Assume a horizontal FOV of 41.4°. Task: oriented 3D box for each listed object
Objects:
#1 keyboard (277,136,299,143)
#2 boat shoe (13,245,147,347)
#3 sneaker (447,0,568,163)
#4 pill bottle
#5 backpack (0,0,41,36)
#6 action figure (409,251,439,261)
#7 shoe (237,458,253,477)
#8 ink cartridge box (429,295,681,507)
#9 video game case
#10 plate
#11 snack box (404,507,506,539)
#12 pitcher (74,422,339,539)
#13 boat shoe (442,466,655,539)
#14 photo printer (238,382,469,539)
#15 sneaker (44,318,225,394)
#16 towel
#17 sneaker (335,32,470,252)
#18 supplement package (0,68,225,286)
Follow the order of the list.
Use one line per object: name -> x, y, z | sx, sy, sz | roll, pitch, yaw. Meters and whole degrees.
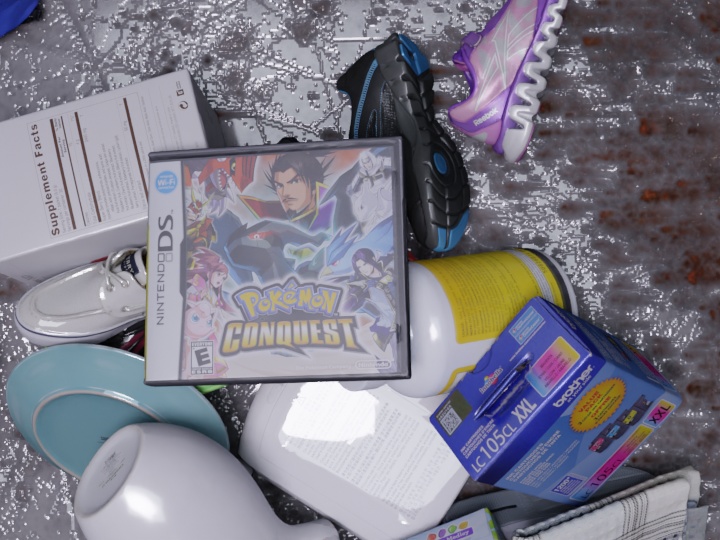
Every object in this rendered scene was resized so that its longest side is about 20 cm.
keyboard -> -0.098, -0.021, 0.879 | 0.200, 0.040, 0.104 | -46, 66, 2
boat shoe -> -0.189, 0.008, 0.791 | 0.200, 0.070, 0.071 | -12, 60, -12
sneaker -> 0.130, -0.201, 0.849 | 0.088, 0.080, 0.200 | 16, 92, 8
pill bottle -> 0.074, 0.044, 0.792 | 0.200, 0.112, 0.112 | -7, 90, -30
backpack -> -0.418, -0.248, 0.811 | 0.200, 0.168, 0.163 | -34, 83, 5
action figure -> 0.000, 0.000, 0.824 | 0.099, 0.065, 0.200 | 34, 62, 26
shoe -> -0.142, 0.269, 0.860 | 0.091, 0.071, 0.200 | 40, 94, -4
ink cartridge box -> 0.151, 0.108, 0.763 | 0.136, 0.200, 0.076 | -52, 45, 14
video game case -> -0.064, -0.006, 0.716 | 0.200, 0.026, 0.181 | -3, 79, 9
plate -> -0.212, 0.141, 0.817 | 0.200, 0.026, 0.200 | 6, 131, 7
snack box -> 0.048, 0.300, 0.821 | 0.200, 0.053, 0.142 | -24, 120, 8
pitcher -> -0.140, 0.226, 0.763 | 0.200, 0.121, 0.172 | 41, 91, -29
boat shoe -> 0.173, 0.228, 0.862 | 0.200, 0.074, 0.067 | -8, 118, 1
photo printer -> 0.002, 0.144, 0.853 | 0.200, 0.069, 0.166 | 31, 90, 1
sneaker -> -0.189, 0.061, 0.832 | 0.200, 0.077, 0.084 | 9, 102, 14
towel -> 0.217, 0.275, 0.807 | 0.200, 0.035, 0.193 | -14, 110, -24
sneaker -> 0.038, -0.104, 0.841 | 0.082, 0.073, 0.200 | -24, 70, 30
supplement package -> -0.217, -0.073, 0.821 | 0.200, 0.121, 0.120 | -16, 79, 2
